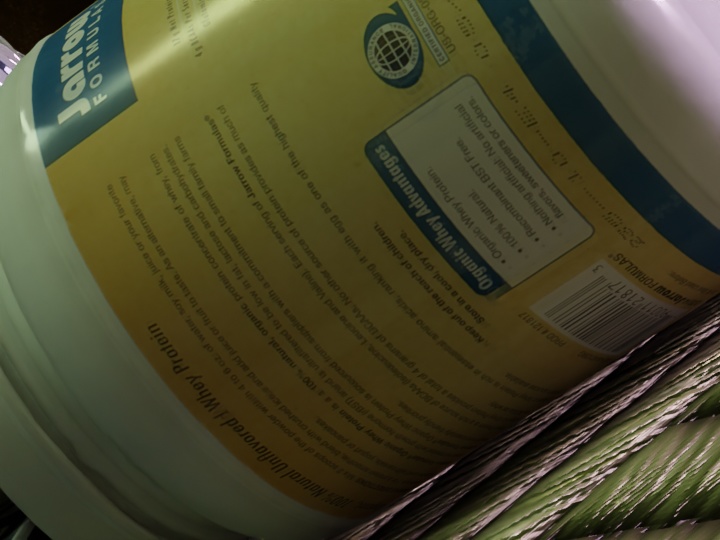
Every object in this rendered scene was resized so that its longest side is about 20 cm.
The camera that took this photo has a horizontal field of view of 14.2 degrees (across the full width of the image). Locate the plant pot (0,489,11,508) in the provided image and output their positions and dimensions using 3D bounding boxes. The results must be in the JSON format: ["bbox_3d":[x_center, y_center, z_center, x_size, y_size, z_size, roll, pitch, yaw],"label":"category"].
[{"bbox_3d":[-0.161,0.032,1.083,0.200,0.142,0.200,-35,-5,-3],"label":"plant pot"}]

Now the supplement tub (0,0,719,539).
[{"bbox_3d":[0.001,-0.024,0.705,0.200,0.145,0.145,-34,6,20],"label":"supplement tub"}]

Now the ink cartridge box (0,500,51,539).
[{"bbox_3d":[-0.133,0.120,0.889,0.099,0.039,0.200,-35,6,3],"label":"ink cartridge box"}]

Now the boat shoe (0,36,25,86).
[{"bbox_3d":[-0.127,-0.046,0.854,0.067,0.074,0.200,-52,13,-22],"label":"boat shoe"}]

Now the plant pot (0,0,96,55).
[{"bbox_3d":[-0.011,-0.127,1.021,0.200,0.187,0.187,-5,-17,-40],"label":"plant pot"}]
